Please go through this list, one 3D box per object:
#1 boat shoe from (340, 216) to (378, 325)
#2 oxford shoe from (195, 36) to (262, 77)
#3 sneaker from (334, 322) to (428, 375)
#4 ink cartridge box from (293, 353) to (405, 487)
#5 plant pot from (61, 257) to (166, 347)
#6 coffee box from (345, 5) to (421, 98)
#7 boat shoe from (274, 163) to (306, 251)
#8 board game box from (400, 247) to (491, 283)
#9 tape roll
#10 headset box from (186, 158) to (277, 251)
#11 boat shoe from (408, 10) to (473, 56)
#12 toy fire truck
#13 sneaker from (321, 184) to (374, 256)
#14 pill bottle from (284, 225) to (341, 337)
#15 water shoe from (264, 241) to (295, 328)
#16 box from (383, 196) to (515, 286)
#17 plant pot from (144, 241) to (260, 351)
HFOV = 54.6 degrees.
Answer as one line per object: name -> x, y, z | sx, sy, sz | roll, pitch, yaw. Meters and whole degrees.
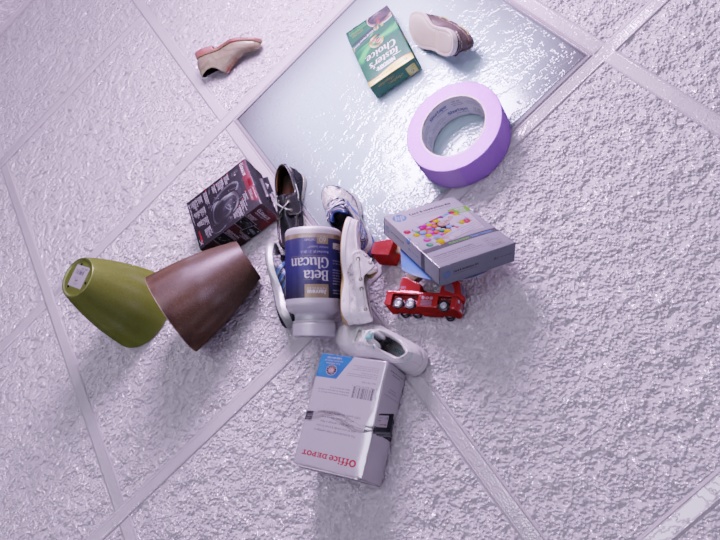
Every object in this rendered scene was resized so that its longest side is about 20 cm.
boat shoe -> 0.000, 0.000, 1.303 | 0.068, 0.071, 0.204 | -3, 84, 12
oxford shoe -> -0.342, -0.561, 1.839 | 0.197, 0.070, 0.076 | -10, 89, 25
sneaker -> 0.025, 0.127, 1.264 | 0.198, 0.088, 0.076 | 14, 75, 35
ink cartridge box -> -0.018, 0.261, 1.227 | 0.143, 0.084, 0.203 | 3, 68, 32
plant pot -> -0.564, 0.053, 1.577 | 0.184, 0.200, 0.190 | -13, 61, 25
coffee box -> 0.050, -0.497, 1.578 | 0.122, 0.044, 0.202 | -29, 56, 15
boat shoe -> -0.161, -0.136, 1.515 | 0.071, 0.068, 0.203 | -12, 63, 23
board game box -> 0.149, -0.022, 1.256 | 0.155, 0.040, 0.201 | -3, 33, 2
tape roll -> 0.192, -0.267, 1.372 | 0.197, 0.066, 0.203 | -13, 61, 24
headset box -> -0.284, -0.142, 1.584 | 0.199, 0.077, 0.150 | -34, 55, 11
boat shoe -> 0.170, -0.513, 1.505 | 0.059, 0.073, 0.200 | -12, 35, -22
toy fire truck -> 0.106, 0.015, 1.295 | 0.197, 0.049, 0.143 | 2, 65, 28
sneaker -> -0.035, -0.113, 1.418 | 0.077, 0.085, 0.201 | -37, 53, 9
pill bottle -> -0.089, 0.024, 1.327 | 0.109, 0.111, 0.204 | -5, 82, 28
water shoe -> -0.144, 0.025, 1.438 | 0.078, 0.072, 0.203 | -16, 62, -2
box -> 0.153, -0.057, 1.232 | 0.154, 0.042, 0.200 | -17, 34, -20
plant pot -> -0.317, 0.034, 1.473 | 0.199, 0.188, 0.187 | -35, 53, -8
